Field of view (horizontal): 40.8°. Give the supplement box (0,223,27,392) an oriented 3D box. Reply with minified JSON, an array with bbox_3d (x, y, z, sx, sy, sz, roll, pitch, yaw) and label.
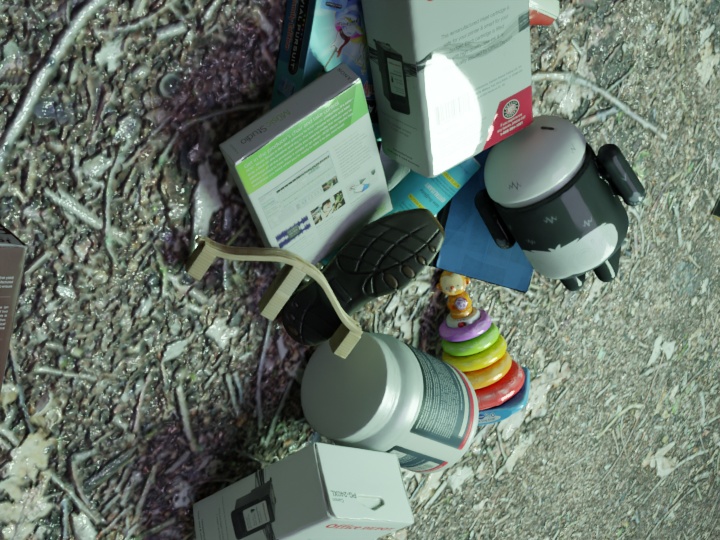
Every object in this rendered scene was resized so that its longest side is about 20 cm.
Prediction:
[{"bbox_3d":[-0.343,0.063,0.769,0.108,0.061,0.202,1,111,-46],"label":"supplement box"}]

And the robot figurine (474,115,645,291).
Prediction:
[{"bbox_3d":[0.218,-0.075,1.065,0.150,0.125,0.201,-37,116,-1],"label":"robot figurine"}]

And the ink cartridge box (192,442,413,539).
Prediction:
[{"bbox_3d":[-0.063,0.266,1.062,0.199,0.084,0.144,-31,149,30],"label":"ink cartridge box"}]

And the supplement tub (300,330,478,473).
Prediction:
[{"bbox_3d":[0.037,0.155,1.139,0.199,0.140,0.142,29,90,-49],"label":"supplement tub"}]

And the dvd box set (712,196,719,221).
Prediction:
[{"bbox_3d":[0.708,-0.133,1.735,0.199,0.029,0.148,19,96,-48],"label":"dvd box set"}]

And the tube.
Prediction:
[{"bbox_3d":[0.046,-0.063,1.071,0.077,0.051,0.200,40,101,-25],"label":"tube"}]

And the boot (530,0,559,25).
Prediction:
[{"bbox_3d":[0.128,-0.251,1.067,0.198,0.072,0.146,-2,114,-35],"label":"boot"}]

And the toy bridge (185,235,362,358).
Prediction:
[{"bbox_3d":[-0.078,0.016,0.964,0.199,0.027,0.067,31,107,-23],"label":"toy bridge"}]

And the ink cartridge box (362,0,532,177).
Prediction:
[{"bbox_3d":[0.088,-0.217,0.942,0.144,0.083,0.202,-28,129,-25],"label":"ink cartridge box"}]

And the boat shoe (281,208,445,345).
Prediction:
[{"bbox_3d":[0.000,0.000,1.037,0.199,0.074,0.076,-35,96,12],"label":"boat shoe"}]

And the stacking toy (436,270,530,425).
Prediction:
[{"bbox_3d":[0.142,0.088,1.247,0.110,0.115,0.202,-61,136,-62],"label":"stacking toy"}]

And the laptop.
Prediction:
[{"bbox_3d":[0.113,-0.074,1.110,0.198,0.115,0.190,-5,114,-43],"label":"laptop"}]

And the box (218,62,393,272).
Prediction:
[{"bbox_3d":[-0.046,-0.090,0.952,0.144,0.036,0.201,-35,148,-12],"label":"box"}]

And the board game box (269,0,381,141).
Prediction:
[{"bbox_3d":[-0.006,-0.231,0.957,0.150,0.047,0.203,-7,116,-42],"label":"board game box"}]
